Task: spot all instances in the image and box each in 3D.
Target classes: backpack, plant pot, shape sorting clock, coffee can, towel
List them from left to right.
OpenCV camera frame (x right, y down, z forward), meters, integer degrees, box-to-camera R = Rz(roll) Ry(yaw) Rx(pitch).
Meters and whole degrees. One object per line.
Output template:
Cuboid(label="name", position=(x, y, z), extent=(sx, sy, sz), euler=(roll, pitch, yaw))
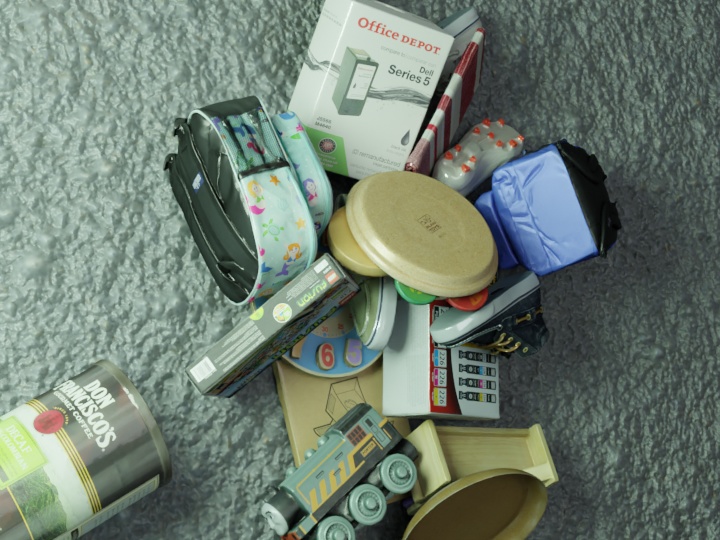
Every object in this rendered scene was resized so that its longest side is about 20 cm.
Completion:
Cuboid(label="coffee can", position=(-0.310, 0.201, 1.112), extent=(0.199, 0.146, 0.147), euler=(-30, 96, -29))
Cuboid(label="backpack", position=(-0.118, -0.069, 1.234), extent=(0.149, 0.178, 0.202), euler=(-12, 67, -27))
Cuboid(label="shape sorting clock", position=(-0.041, 0.029, 1.340), extent=(0.198, 0.039, 0.202), euler=(12, 65, -26))
Cuboid(label="towel", position=(0.106, -0.192, 1.407), extent=(0.023, 0.144, 0.201), euler=(25, 76, 9))
Cuboid(label="plant pot", position=(0.133, 0.302, 1.342), extent=(0.198, 0.201, 0.028), euler=(0, 40, -29))
Cuboid(label="backpack", position=(0.247, -0.083, 1.466), extent=(0.200, 0.166, 0.164), euler=(-19, 92, -63))

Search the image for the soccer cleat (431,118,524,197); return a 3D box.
Cuboid(label="soccer cleat", position=(0.149, -0.144, 1.481), extent=(0.069, 0.078, 0.200), euler=(41, 41, 14))

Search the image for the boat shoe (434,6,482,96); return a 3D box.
Cuboid(label="boat shoe", position=(0.099, -0.268, 1.473), extent=(0.202, 0.074, 0.087), euler=(-41, 112, -35))

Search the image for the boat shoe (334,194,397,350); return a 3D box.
Cuboid(label="boat shoe", position=(0.000, 0.000, 1.322), extent=(0.061, 0.072, 0.202), euler=(9, 58, -22))

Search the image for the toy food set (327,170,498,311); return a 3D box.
Cuboid(label="toy food set", position=(0.070, -0.036, 1.275), extent=(0.197, 0.049, 0.200), euler=(32, 39, 3))

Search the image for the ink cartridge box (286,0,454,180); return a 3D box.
Cuboid(label="ink cartridge box", position=(0.005, -0.218, 1.345), extent=(0.144, 0.084, 0.202), euler=(13, 109, -26))

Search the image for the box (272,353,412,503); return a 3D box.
Cuboid(label="box", position=(-0.012, 0.191, 1.351), extent=(0.162, 0.021, 0.202), euler=(-12, 86, -31))

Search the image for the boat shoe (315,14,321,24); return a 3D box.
Cuboid(label="boat shoe", position=(-0.024, -0.312, 1.412), extent=(0.067, 0.072, 0.202), euler=(-3, 97, 4))

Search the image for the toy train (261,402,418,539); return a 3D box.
Cuboid(label="toy train", position=(-0.023, 0.247, 1.279), extent=(0.200, 0.085, 0.114), euler=(-41, 88, -27))

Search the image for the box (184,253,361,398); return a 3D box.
Cuboid(label="box", position=(-0.093, 0.064, 1.228), extent=(0.199, 0.110, 0.035), euler=(-40, 77, 3))

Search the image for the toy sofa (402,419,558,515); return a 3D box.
Cuboid(label="toy sofa", position=(0.140, 0.245, 1.389), extent=(0.198, 0.098, 0.083), euler=(7, 53, -35))

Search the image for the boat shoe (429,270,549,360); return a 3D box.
Cuboid(label="boat shoe", position=(0.163, 0.072, 1.321), extent=(0.199, 0.070, 0.092), euler=(-26, 99, -46))

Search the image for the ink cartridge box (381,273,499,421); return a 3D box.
Cuboid(label="ink cartridge box", position=(0.115, 0.083, 1.383), extent=(0.174, 0.083, 0.202), euler=(10, 76, -43))
